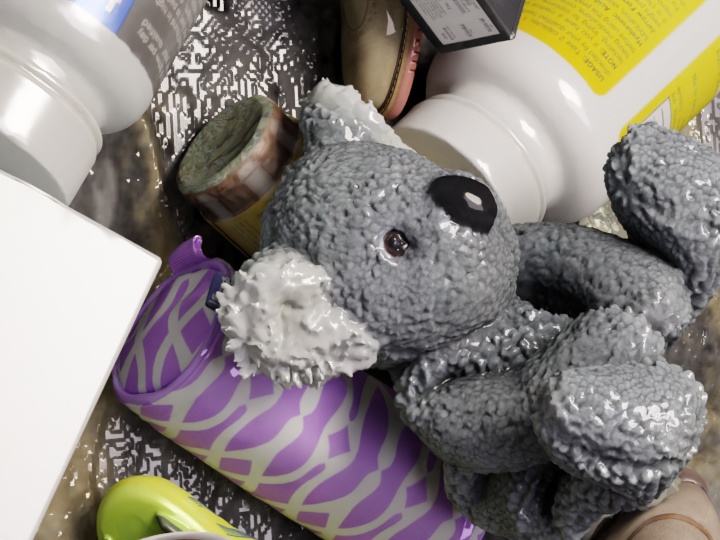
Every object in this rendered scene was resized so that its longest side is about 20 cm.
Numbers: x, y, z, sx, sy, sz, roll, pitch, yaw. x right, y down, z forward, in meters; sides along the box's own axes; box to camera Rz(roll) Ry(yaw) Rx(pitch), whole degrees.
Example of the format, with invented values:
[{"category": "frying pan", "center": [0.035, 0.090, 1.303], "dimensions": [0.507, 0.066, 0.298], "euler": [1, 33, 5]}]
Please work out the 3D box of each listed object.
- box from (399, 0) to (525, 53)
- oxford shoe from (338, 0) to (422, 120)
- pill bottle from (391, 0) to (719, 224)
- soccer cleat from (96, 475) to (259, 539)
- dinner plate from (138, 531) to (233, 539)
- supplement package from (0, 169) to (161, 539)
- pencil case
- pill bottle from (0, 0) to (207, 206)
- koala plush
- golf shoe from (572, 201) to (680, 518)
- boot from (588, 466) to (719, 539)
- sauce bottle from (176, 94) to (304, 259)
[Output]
[{"category": "box", "center": [0.023, -0.222, 1.325], "dimensions": [0.200, 0.049, 0.162], "euler": [50, 43, -39]}, {"category": "oxford shoe", "center": [-0.013, -0.169, 1.390], "dimensions": [0.075, 0.070, 0.201], "euler": [-4, 86, -19]}, {"category": "pill bottle", "center": [0.102, -0.092, 1.436], "dimensions": [0.200, 0.111, 0.111], "euler": [-42, 113, -31]}, {"category": "soccer cleat", "center": [-0.045, 0.152, 1.359], "dimensions": [0.200, 0.065, 0.084], "euler": [42, 35, -24]}, {"category": "dinner plate", "center": [-0.122, 0.187, 1.256], "dimensions": [0.200, 0.024, 0.200], "euler": [-33, 145, -26]}, {"category": "supplement package", "center": [-0.186, 0.063, 1.192], "dimensions": [0.121, 0.120, 0.200], "euler": [29, 70, -14]}, {"category": "pencil case", "center": [-0.025, 0.069, 1.358], "dimensions": [0.200, 0.084, 0.086], "euler": [39, 42, -31]}, {"category": "pill bottle", "center": [-0.122, -0.131, 1.267], "dimensions": [0.114, 0.114, 0.200], "euler": [39, 66, -29]}, {"category": "koala plush", "center": [0.039, 0.013, 1.293], "dimensions": [0.200, 0.184, 0.178], "euler": [28, 54, -12]}, {"category": "golf shoe", "center": [0.100, 0.039, 1.454], "dimensions": [0.078, 0.097, 0.200], "euler": [43, 36, -33]}, {"category": "boot", "center": [0.109, 0.188, 1.443], "dimensions": [0.070, 0.200, 0.146], "euler": [38, 29, -9]}, {"category": "sauce bottle", "center": [0.000, 0.000, 1.387], "dimensions": [0.200, 0.065, 0.065], "euler": [43, 64, -30]}]
